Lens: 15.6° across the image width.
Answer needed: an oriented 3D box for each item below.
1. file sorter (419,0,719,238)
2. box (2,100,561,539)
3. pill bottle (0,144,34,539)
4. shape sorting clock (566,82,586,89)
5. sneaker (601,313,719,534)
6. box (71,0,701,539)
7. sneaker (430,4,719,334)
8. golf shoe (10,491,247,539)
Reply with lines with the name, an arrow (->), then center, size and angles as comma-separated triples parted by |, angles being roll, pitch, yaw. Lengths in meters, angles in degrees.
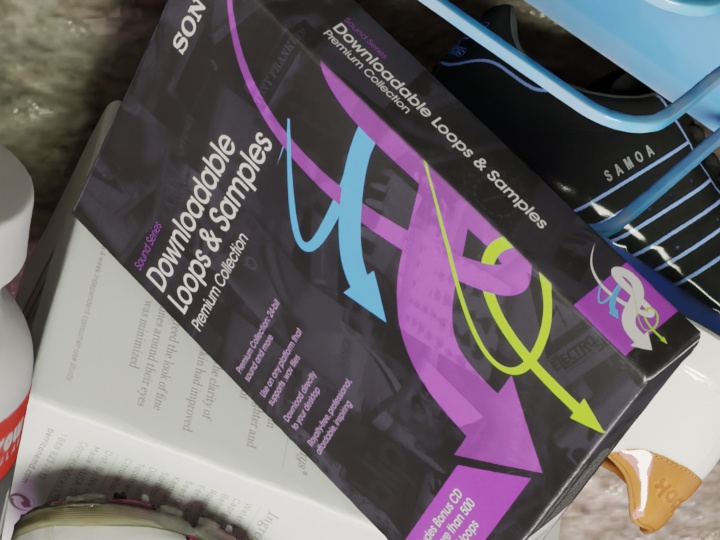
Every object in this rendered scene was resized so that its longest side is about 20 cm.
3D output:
file sorter -> 0.081, -0.131, 0.822 | 0.138, 0.123, 0.201 | 36, 132, 16
box -> -0.031, 0.056, 0.967 | 0.199, 0.153, 0.107 | 22, 134, -12
pill bottle -> -0.168, 0.056, 0.847 | 0.115, 0.116, 0.201 | 8, 116, -12
shape sorting clock -> 0.042, 0.000, 1.036 | 0.198, 0.039, 0.201 | -2, 133, -2
sneaker -> 0.030, 0.025, 0.905 | 0.199, 0.085, 0.073 | 26, 175, 18
box -> 0.000, 0.000, 0.853 | 0.200, 0.036, 0.143 | 45, 138, 14
sneaker -> 0.110, -0.020, 0.943 | 0.199, 0.070, 0.078 | 28, 83, -14
golf shoe -> -0.046, 0.152, 0.892 | 0.072, 0.093, 0.200 | -23, 127, 34
